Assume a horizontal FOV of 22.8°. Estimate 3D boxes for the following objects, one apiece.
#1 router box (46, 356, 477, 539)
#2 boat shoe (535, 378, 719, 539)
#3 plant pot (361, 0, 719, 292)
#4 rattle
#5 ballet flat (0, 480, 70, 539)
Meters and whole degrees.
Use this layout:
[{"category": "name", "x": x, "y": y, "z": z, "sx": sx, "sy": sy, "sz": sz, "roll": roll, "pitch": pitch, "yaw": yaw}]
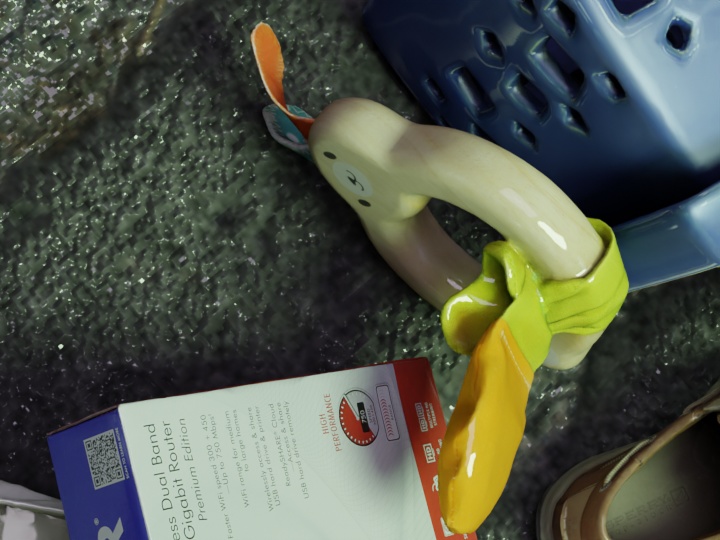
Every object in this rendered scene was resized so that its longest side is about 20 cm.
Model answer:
[{"category": "router box", "x": -0.020, "y": 0.145, "z": 0.716, "sx": 0.179, "sy": 0.049, "sz": 0.201, "roll": -6, "pitch": 78, "yaw": -48}, {"category": "boat shoe", "x": 0.175, "y": 0.085, "z": 0.806, "sx": 0.200, "sy": 0.072, "sz": 0.076, "roll": -30, "pitch": 86, "yaw": -17}, {"category": "plant pot", "x": 0.144, "y": -0.102, "z": 0.780, "sx": 0.200, "sy": 0.200, "sz": 0.180, "roll": -27, "pitch": 90, "yaw": -18}, {"category": "rattle", "x": 0.000, "y": 0.000, "z": 0.756, "sx": 0.200, "sy": 0.130, "sz": 0.143, "roll": 33, "pitch": 83, "yaw": 6}, {"category": "ballet flat", "x": -0.146, "y": 0.118, "z": 0.731, "sx": 0.199, "sy": 0.069, "sz": 0.070, "roll": 8, "pitch": 76, "yaw": -11}]
